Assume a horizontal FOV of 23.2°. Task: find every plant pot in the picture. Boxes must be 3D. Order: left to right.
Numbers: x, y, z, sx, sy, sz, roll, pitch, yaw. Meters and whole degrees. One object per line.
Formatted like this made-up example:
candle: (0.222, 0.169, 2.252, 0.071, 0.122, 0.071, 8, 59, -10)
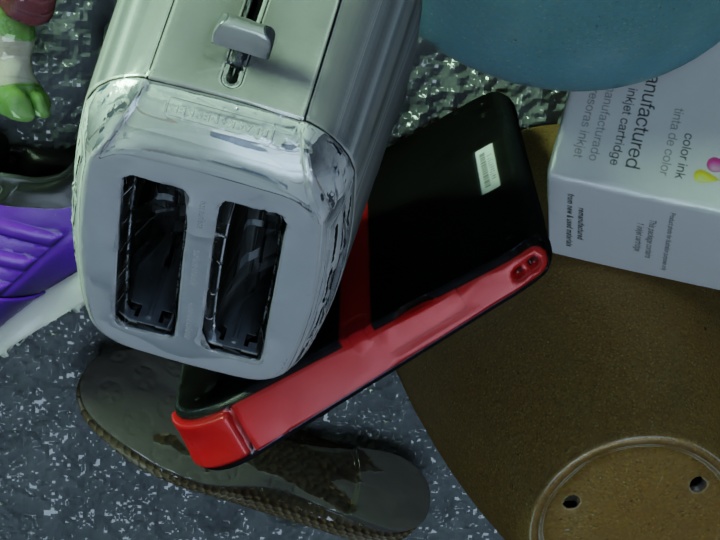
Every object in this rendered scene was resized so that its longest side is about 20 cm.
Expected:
plant pot: (0.110, 0.058, 0.817, 0.185, 0.200, 0.187, -3, 120, -5)
plant pot: (0.091, -0.184, 0.660, 0.199, 0.135, 0.201, 1, 78, -6)

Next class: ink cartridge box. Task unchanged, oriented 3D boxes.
ink cartridge box: (0.192, -0.065, 0.745, 0.199, 0.146, 0.084, 13, 160, 11)

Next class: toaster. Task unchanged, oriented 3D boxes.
toaster: (-0.047, -0.049, 0.672, 0.113, 0.130, 0.200, 16, 145, 0)

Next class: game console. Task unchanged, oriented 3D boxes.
game console: (0.000, 0.000, 0.775, 0.176, 0.200, 0.031, -28, 111, 11)

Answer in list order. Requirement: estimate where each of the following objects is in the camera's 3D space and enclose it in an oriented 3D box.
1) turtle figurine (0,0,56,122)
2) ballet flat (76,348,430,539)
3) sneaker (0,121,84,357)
turtle figurine: (-0.118, -0.144, 0.715, 0.199, 0.144, 0.195, 19, 112, -11)
ballet flat: (-0.057, 0.097, 0.911, 0.199, 0.068, 0.046, 21, 148, -19)
sneaker: (-0.181, -0.014, 0.833, 0.199, 0.070, 0.100, -30, 111, 7)
